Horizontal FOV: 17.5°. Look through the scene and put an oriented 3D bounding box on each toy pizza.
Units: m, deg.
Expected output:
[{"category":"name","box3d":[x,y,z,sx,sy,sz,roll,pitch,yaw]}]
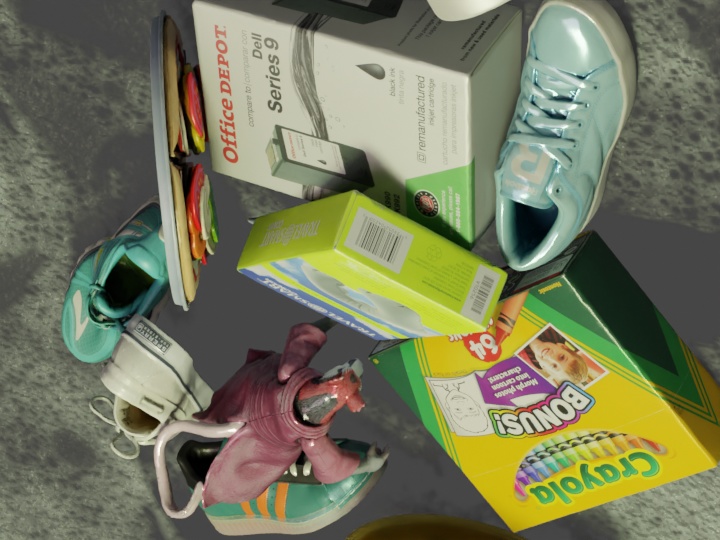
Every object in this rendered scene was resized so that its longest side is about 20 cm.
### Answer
[{"category":"toy pizza","box3d":[-0.116,-0.074,1.564,0.031,0.201,0.201,-4,131,-1]}]

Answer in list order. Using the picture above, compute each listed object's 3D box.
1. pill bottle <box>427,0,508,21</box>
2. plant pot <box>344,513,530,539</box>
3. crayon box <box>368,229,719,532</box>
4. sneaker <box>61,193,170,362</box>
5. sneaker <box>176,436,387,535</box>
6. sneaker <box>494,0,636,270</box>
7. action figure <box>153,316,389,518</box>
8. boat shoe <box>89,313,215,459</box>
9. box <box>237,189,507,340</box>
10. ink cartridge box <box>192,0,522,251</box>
[{"category":"pill bottle","box3d":[0.034,-0.251,1.339,0.114,0.115,0.201,-12,119,41]},{"category":"plant pot","box3d":[0.059,0.309,1.714,0.200,0.201,0.190,21,113,18]},{"category":"crayon box","box3d":[0.131,0.081,1.607,0.199,0.058,0.173,-25,110,45]},{"category":"sneaker","box3d":[-0.184,0.013,1.754,0.077,0.080,0.200,39,139,-2]},{"category":"sneaker","box3d":[-0.068,0.154,1.802,0.199,0.072,0.080,-16,122,44]},{"category":"sneaker","box3d":[0.122,-0.080,1.454,0.073,0.082,0.201,18,135,20]},{"category":"action figure","box3d":[-0.059,0.094,1.679,0.200,0.148,0.135,-27,77,64]},{"category":"boat shoe","box3d":[-0.162,0.099,1.752,0.074,0.086,0.202,37,170,8]},{"category":"box","box3d":[0.000,0.000,1.557,0.121,0.048,0.200,27,166,-19]},{"category":"ink cartridge box","box3d":[-0.001,-0.114,1.508,0.199,0.084,0.147,17,135,22]}]
